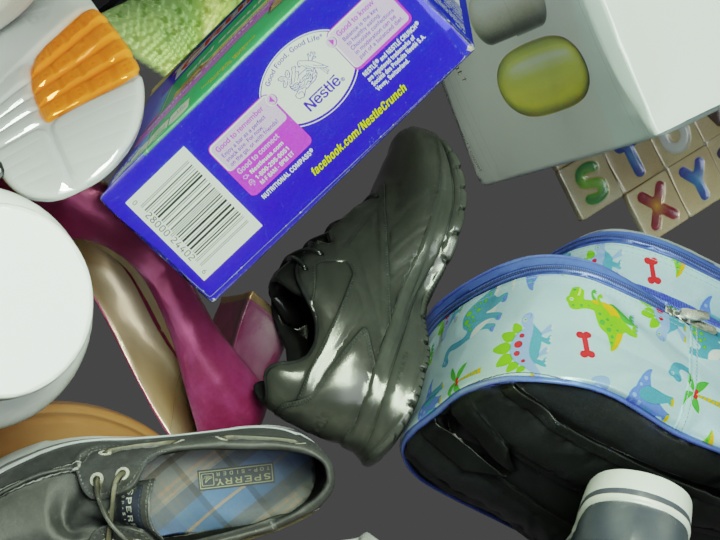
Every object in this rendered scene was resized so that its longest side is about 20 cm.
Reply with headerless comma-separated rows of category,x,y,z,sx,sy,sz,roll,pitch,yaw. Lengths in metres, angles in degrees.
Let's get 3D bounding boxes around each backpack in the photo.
backpack,0.128,0.070,1.004,0.199,0.183,0.148,25,54,-19

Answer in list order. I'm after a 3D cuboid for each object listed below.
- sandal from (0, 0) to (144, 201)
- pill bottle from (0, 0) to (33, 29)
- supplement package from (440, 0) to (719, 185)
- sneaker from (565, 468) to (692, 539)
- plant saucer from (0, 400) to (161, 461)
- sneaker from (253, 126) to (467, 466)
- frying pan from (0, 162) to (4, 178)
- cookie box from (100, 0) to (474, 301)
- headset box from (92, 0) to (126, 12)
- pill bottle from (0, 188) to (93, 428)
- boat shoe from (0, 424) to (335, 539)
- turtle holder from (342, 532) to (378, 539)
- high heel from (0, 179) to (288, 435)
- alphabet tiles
sandal,-0.150,-0.096,0.925,0.078,0.207,0.060,-20,136,-5
pill bottle,-0.234,-0.207,0.884,0.109,0.110,0.201,-25,72,-22
supplement package,0.129,-0.169,1.001,0.146,0.200,0.193,-25,94,-22
sneaker,0.128,0.181,0.964,0.078,0.201,0.080,9,59,11
plant saucer,-0.154,0.168,0.954,0.198,0.037,0.203,2,85,-23
sneaker,0.000,0.000,0.993,0.090,0.076,0.201,20,56,-9
frying pan,-0.249,-0.081,0.893,0.188,0.031,0.116,-2,61,9
cookie box,-0.032,-0.095,0.907,0.171,0.200,0.075,-43,103,13
headset box,-0.060,-0.220,0.935,0.173,0.200,0.093,-29,97,-21
pill bottle,-0.186,0.020,0.864,0.110,0.200,0.113,2,86,-21
boat shoe,-0.105,0.115,0.919,0.198,0.066,0.071,-4,88,-18
turtle holder,0.009,0.219,0.952,0.185,0.141,0.132,39,81,-22
high heel,-0.127,0.023,0.961,0.200,0.067,0.097,39,62,-28
alphabet tiles,0.165,-0.128,1.123,0.166,0.006,0.201,-30,97,-21
